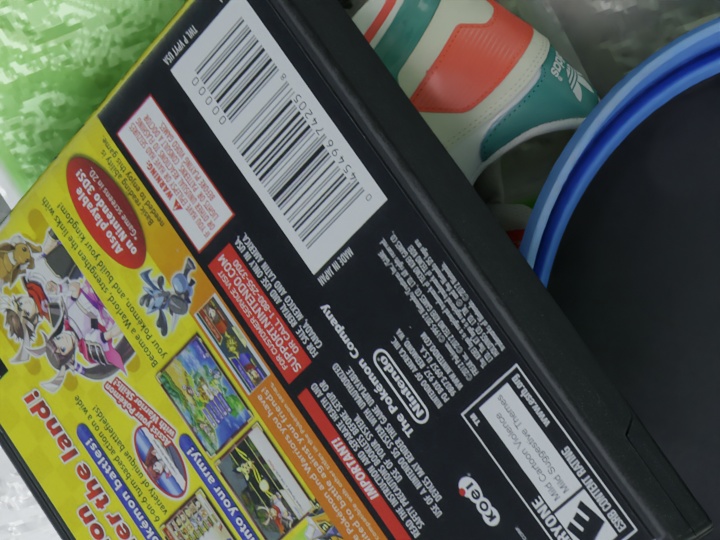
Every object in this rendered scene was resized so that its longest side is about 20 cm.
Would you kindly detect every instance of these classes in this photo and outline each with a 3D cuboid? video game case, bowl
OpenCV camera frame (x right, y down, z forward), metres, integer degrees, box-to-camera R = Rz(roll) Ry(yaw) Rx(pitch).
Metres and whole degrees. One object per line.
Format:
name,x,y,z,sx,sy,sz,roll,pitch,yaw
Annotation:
video game case,-0.022,0.040,0.715,0.181,0.025,0.201,-45,75,35
bowl,0.134,0.023,0.719,0.199,0.039,0.202,0,92,-11

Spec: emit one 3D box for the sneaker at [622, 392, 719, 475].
sneaker,0.032,0.065,0.815,0.080,0.074,0.200,55,133,3

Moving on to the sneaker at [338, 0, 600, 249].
sneaker,0.000,-0.001,0.769,0.093,0.070,0.200,28,123,-4
